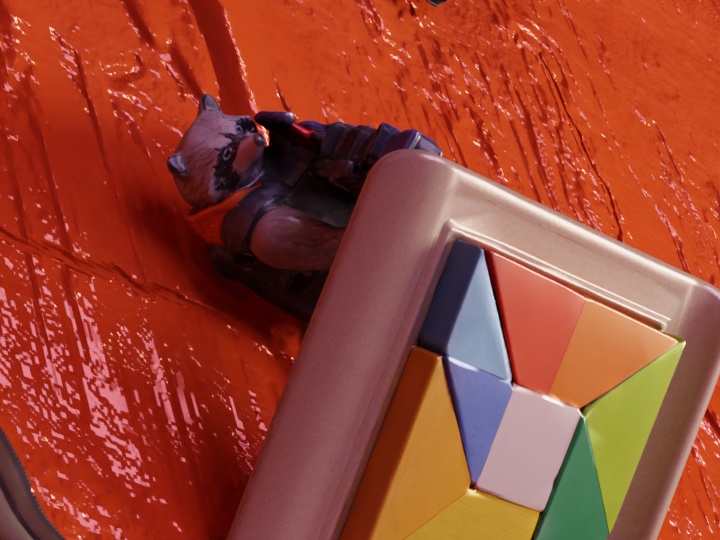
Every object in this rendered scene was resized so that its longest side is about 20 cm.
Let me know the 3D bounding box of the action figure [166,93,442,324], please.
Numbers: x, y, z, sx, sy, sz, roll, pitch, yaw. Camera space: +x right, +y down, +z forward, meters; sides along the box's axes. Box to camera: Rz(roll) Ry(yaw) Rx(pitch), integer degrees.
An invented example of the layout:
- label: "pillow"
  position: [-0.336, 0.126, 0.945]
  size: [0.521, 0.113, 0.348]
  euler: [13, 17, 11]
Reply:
- label: "action figure"
  position: [0.000, 0.000, 1.124]
  size: [0.193, 0.105, 0.200]
  euler: [39, -7, -6]

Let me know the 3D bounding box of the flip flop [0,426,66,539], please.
- label: "flip flop"
  position: [-0.112, 0.112, 0.861]
  size: [0.200, 0.057, 0.081]
  euler: [53, -20, 36]

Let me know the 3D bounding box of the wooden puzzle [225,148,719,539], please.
- label: "wooden puzzle"
  position: [0.055, 0.068, 1.062]
  size: [0.199, 0.186, 0.037]
  euler: [22, -1, -39]

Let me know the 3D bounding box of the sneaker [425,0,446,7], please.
- label: "sneaker"
  position: [0.021, -0.234, 1.516]
  size: [0.104, 0.060, 0.201]
  euler: [3, 55, -61]
